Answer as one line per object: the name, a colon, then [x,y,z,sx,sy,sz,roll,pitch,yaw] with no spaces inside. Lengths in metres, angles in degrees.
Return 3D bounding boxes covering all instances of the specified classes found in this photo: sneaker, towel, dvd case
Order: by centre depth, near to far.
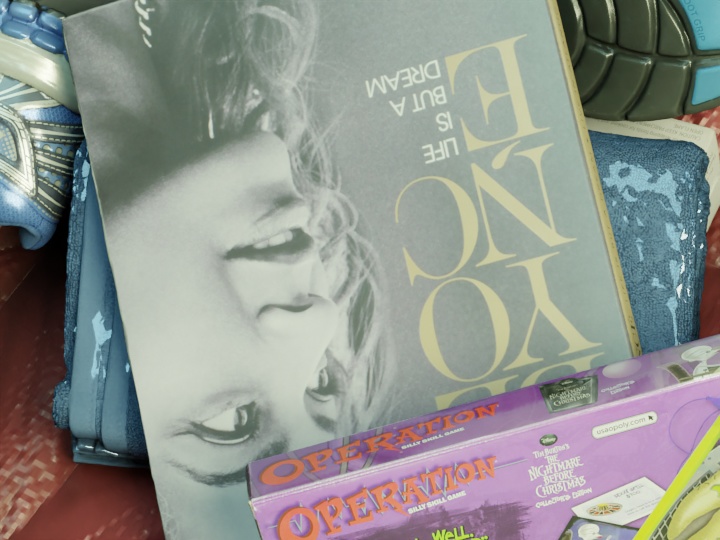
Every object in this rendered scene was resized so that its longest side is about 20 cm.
dvd case: [0.000,0.000,0.851,0.148,0.016,0.201,-16,78,13]
towel: [0.007,0.010,0.881,0.199,0.049,0.112,3,83,17]
sneaker: [0.054,-0.102,0.925,0.200,0.073,0.082,23,25,36]
sneaker: [-0.173,-0.044,0.950,0.199,0.077,0.085,2,74,31]

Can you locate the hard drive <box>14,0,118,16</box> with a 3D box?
hard drive: [-0.050,-0.162,0.979,0.132,0.027,0.200,-7,48,56]

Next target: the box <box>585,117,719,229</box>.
box: [0.017,-0.045,0.938,0.199,0.039,0.042,16,62,21]

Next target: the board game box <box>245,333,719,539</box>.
board game box: [0.079,0.083,0.795,0.199,0.120,0.032,-14,26,1]
